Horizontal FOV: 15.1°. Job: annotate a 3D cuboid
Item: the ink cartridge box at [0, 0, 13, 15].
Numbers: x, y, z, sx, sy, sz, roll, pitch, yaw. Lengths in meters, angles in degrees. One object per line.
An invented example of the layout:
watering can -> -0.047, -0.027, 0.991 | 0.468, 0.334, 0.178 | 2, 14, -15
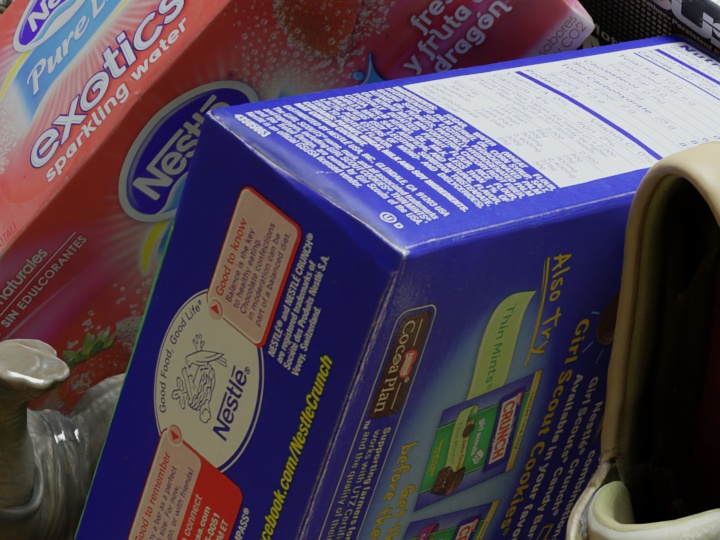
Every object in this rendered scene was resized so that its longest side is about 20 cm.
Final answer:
ink cartridge box -> -0.077, -0.138, 0.978 | 0.199, 0.147, 0.084 | 18, -14, 32

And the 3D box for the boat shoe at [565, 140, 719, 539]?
boat shoe -> 0.083, 0.065, 0.670 | 0.066, 0.201, 0.074 | 2, 2, -38

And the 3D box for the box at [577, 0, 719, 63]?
box -> 0.148, -0.028, 0.817 | 0.200, 0.160, 0.044 | 38, 72, 19

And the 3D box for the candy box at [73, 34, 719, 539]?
candy box -> 0.027, 0.032, 0.727 | 0.077, 0.170, 0.199 | 37, 32, 31

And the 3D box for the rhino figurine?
rhino figurine -> -0.108, 0.047, 0.711 | 0.199, 0.088, 0.060 | 0, 38, -30

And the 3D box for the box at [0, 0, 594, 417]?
box -> -0.045, -0.046, 0.779 | 0.095, 0.200, 0.103 | 34, 17, -34
